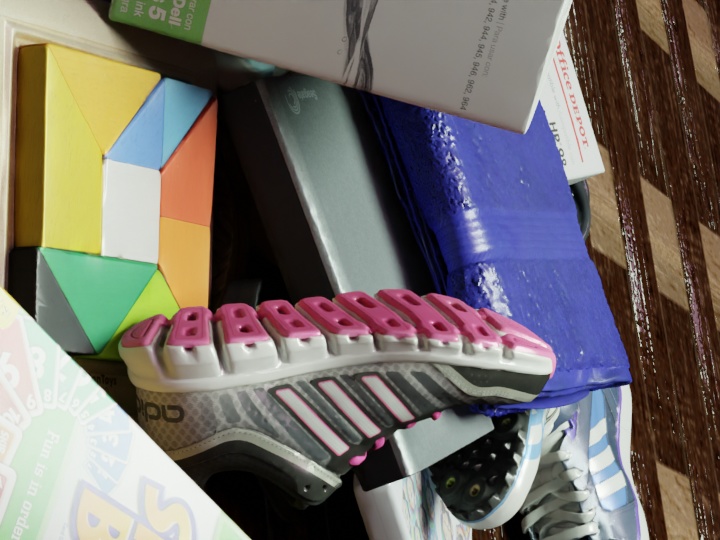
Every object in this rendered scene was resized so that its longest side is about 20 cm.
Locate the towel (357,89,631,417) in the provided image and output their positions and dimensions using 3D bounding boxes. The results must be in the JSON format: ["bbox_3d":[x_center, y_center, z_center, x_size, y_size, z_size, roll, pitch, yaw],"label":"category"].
[{"bbox_3d":[0.068,-0.023,1.194,0.148,0.050,0.200,0,71,-60],"label":"towel"}]

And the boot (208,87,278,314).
[{"bbox_3d":[-0.046,-0.016,1.215,0.200,0.066,0.175,35,45,-53],"label":"boot"}]

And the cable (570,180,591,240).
[{"bbox_3d":[0.092,-0.099,1.566,0.200,0.051,0.163,52,40,-28],"label":"cable"}]

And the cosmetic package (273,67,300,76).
[{"bbox_3d":[-0.021,-0.159,1.287,0.104,0.073,0.200,42,24,-44],"label":"cosmetic package"}]

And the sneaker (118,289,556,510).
[{"bbox_3d":[-0.010,0.061,1.027,0.074,0.200,0.088,-139,-131,-65],"label":"sneaker"}]

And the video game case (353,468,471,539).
[{"bbox_3d":[0.032,0.118,1.249,0.182,0.024,0.200,-87,165,-48],"label":"video game case"}]

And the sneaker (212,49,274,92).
[{"bbox_3d":[-0.066,-0.172,1.198,0.074,0.082,0.200,34,27,-40],"label":"sneaker"}]

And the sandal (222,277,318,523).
[{"bbox_3d":[-0.029,0.072,1.148,0.200,0.048,0.075,71,20,-62],"label":"sandal"}]

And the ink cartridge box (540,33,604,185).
[{"bbox_3d":[0.082,-0.102,1.459,0.200,0.067,0.116,-14,86,-48],"label":"ink cartridge box"}]

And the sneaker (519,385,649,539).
[{"bbox_3d":[0.109,0.118,1.432,0.146,0.081,0.200,32,49,-42],"label":"sneaker"}]

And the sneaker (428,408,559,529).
[{"bbox_3d":[0.081,0.083,1.264,0.072,0.072,0.200,49,21,-19],"label":"sneaker"}]

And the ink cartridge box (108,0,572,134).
[{"bbox_3d":[-0.002,-0.146,1.078,0.146,0.200,0.084,-74,-179,-68],"label":"ink cartridge box"}]

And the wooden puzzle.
[{"bbox_3d":[-0.113,-0.028,1.020,0.185,0.037,0.200,10,75,-60],"label":"wooden puzzle"}]

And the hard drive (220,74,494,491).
[{"bbox_3d":[0.000,0.000,1.134,0.200,0.033,0.140,69,21,2],"label":"hard drive"}]

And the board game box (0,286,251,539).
[{"bbox_3d":[-0.118,0.103,0.940,0.200,0.030,0.096,50,54,-30],"label":"board game box"}]
